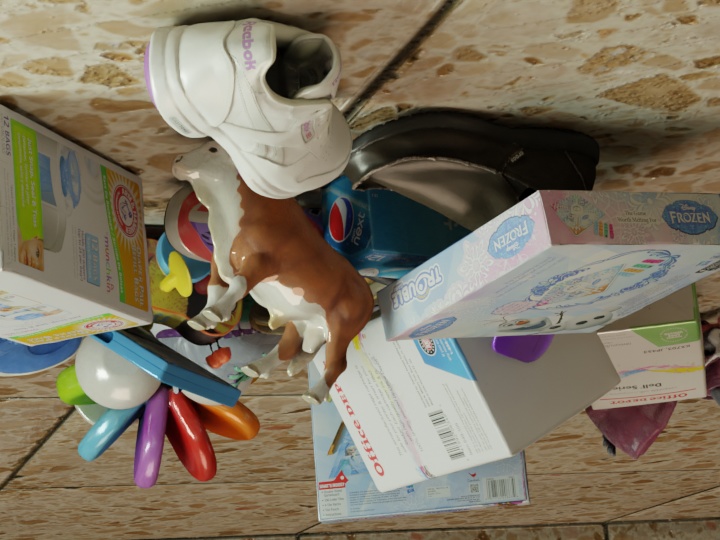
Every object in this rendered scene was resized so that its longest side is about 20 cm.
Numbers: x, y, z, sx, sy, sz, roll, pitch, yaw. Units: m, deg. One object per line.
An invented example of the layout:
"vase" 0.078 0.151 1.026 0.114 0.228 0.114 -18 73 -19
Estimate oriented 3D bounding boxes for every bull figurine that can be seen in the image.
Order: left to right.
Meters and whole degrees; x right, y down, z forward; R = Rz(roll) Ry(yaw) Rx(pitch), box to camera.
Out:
"bull figurine" -0.063 0.000 1.233 0.065 0.122 0.200 4 150 47

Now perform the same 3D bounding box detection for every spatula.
"spatula" 0.077 0.024 1.412 0.199 0.057 0.021 21 -172 -25

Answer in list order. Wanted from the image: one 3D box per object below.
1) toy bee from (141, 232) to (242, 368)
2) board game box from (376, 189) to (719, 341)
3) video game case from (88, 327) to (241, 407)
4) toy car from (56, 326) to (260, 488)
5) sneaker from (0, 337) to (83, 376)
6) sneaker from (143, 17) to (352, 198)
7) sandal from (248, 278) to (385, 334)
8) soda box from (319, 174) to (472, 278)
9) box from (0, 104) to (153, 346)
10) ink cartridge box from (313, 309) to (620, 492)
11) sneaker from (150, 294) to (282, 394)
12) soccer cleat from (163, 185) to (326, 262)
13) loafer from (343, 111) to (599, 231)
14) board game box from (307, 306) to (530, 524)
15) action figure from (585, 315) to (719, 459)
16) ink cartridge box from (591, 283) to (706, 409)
"toy bee" -0.135 0.019 1.405 0.199 0.109 0.131 -4 163 -3
"board game box" 0.147 -0.002 1.275 0.198 0.044 0.200 -2 161 -35
"video game case" -0.203 0.046 1.440 0.199 0.018 0.143 29 179 23
"toy car" -0.192 0.134 1.736 0.199 0.151 0.175 -1 165 -13
"sneaker" -0.305 0.043 1.498 0.199 0.077 0.111 14 167 -34
"sneaker" -0.042 -0.094 1.063 0.099 0.075 0.200 -10 164 24
"sandal" 0.000 0.000 1.473 0.199 0.054 0.080 -19 -163 -4
"soda box" 0.070 -0.030 1.356 0.199 0.068 0.064 5 162 -34
"box" -0.230 -0.024 1.197 0.101 0.113 0.200 -11 164 19
"ink cartridge box" 0.085 0.082 1.546 0.146 0.147 0.200 -28 -178 -36
"sneaker" -0.095 0.067 1.572 0.199 0.088 0.074 -2 -163 40
"soccer cleat" -0.051 -0.020 1.339 0.199 0.069 0.073 15 176 -43
"loafer" 0.080 -0.062 1.231 0.199 0.072 0.073 1 164 -23
"board game box" 0.052 0.130 1.699 0.199 0.201 0.041 -5 168 6
"action figure" 0.328 0.108 1.890 0.200 0.134 0.149 -39 -174 23
"ink cartridge box" 0.268 0.074 1.715 0.116 0.068 0.200 -8 149 11
